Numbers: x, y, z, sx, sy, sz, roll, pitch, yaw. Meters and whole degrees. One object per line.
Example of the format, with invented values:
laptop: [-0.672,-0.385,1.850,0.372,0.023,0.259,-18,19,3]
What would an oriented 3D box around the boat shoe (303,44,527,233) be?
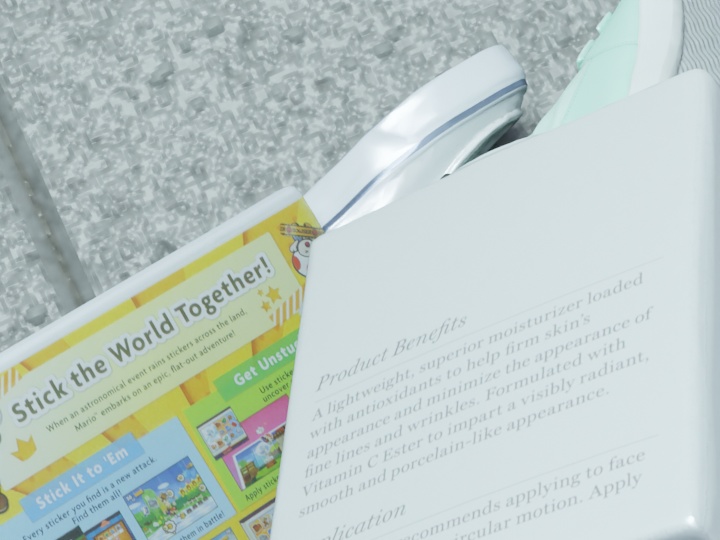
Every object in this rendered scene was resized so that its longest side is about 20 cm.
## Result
boat shoe: [0.000,0.000,1.103,0.200,0.074,0.065,-45,82,-1]

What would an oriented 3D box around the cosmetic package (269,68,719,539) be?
cosmetic package: [0.083,0.077,0.947,0.165,0.165,0.200,-23,38,28]

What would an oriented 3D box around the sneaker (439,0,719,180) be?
sneaker: [0.089,-0.057,1.090,0.118,0.200,0.074,-32,106,27]

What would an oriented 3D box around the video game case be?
video game case: [-0.052,0.091,1.004,0.200,0.023,0.182,-32,93,-34]
